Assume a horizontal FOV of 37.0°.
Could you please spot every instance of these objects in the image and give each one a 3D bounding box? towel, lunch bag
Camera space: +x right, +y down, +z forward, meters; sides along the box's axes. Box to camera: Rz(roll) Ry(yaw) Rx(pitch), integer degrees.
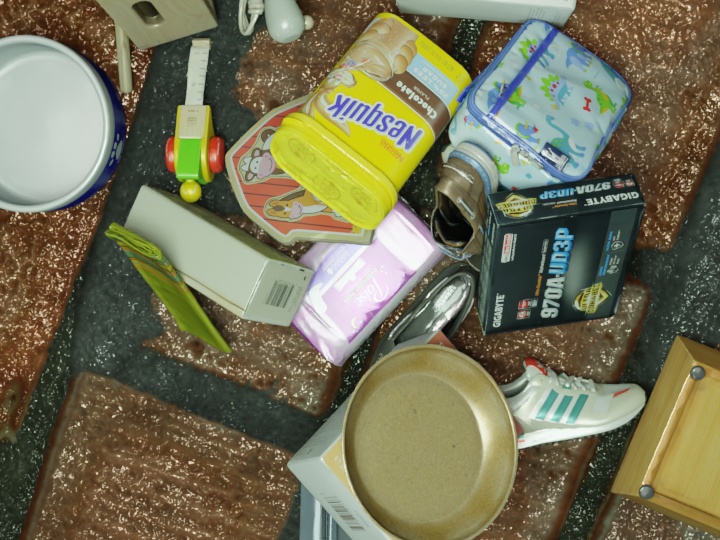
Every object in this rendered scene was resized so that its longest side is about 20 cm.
[{"bbox_3d":[-0.212,0.025,1.206,0.086,0.201,0.018,28,68,34],"label":"towel"},{"bbox_3d":[0.196,-0.173,1.173,0.160,0.083,0.200,37,53,4],"label":"lunch bag"}]

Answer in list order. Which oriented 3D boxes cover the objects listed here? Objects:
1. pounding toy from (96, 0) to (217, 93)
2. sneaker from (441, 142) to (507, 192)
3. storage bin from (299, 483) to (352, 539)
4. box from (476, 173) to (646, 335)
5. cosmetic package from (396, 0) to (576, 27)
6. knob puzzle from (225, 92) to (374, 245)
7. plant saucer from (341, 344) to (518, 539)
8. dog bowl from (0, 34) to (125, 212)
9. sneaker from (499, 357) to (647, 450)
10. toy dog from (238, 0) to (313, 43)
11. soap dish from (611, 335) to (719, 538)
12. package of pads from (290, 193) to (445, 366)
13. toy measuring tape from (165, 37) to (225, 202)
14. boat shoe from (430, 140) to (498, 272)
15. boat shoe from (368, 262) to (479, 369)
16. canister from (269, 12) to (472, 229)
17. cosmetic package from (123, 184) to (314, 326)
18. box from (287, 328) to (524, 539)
[{"bbox_3d":[-0.252,-0.334,1.210,0.140,0.200,0.187,-15,78,5],"label":"pounding toy"},{"bbox_3d":[0.173,-0.075,1.227,0.198,0.070,0.094,25,91,-1],"label":"sneaker"},{"bbox_3d":[0.002,0.307,1.239,0.132,0.146,0.203,5,77,-13],"label":"storage bin"},{"bbox_3d":[0.210,-0.013,1.160,0.156,0.201,0.046,-8,53,-5],"label":"box"},{"bbox_3d":[0.141,-0.330,1.206,0.197,0.108,0.086,7,93,2],"label":"cosmetic package"},{"bbox_3d":[-0.066,-0.124,1.229,0.216,0.031,0.223,-6,65,13],"label":"knob puzzle"},{"bbox_3d":[0.066,0.177,1.089,0.197,0.035,0.203,5,76,-23],"label":"plant saucer"},{"bbox_3d":[-0.380,-0.170,1.265,0.197,0.079,0.203,0,94,4],"label":"dog bowl"},{"bbox_3d":[0.229,0.144,1.243,0.197,0.070,0.095,-14,98,7],"label":"sneaker"},{"bbox_3d":[-0.075,-0.362,1.227,0.095,0.132,0.203,-4,102,-27],"label":"toy dog"},{"bbox_3d":[0.399,0.197,1.230,0.156,0.081,0.202,22,96,2],"label":"soap dish"},{"bbox_3d":[0.000,0.000,1.249,0.120,0.076,0.200,44,94,5],"label":"package of pads"},{"bbox_3d":[-0.192,-0.172,1.272,0.072,0.074,0.203,1,71,4],"label":"toy measuring tape"},{"bbox_3d":[0.111,-0.054,1.171,0.072,0.201,0.072,32,69,33],"label":"boat shoe"},{"bbox_3d":[0.069,0.076,1.258,0.067,0.057,0.201,36,95,1],"label":"boat shoe"},{"bbox_3d":[0.016,-0.167,1.174,0.148,0.087,0.201,37,65,-1],"label":"canister"},{"bbox_3d":[-0.162,-0.017,1.209,0.199,0.103,0.074,28,95,29],"label":"cosmetic package"},{"bbox_3d":[0.049,0.190,1.158,0.153,0.106,0.200,48,65,-6],"label":"box"}]
